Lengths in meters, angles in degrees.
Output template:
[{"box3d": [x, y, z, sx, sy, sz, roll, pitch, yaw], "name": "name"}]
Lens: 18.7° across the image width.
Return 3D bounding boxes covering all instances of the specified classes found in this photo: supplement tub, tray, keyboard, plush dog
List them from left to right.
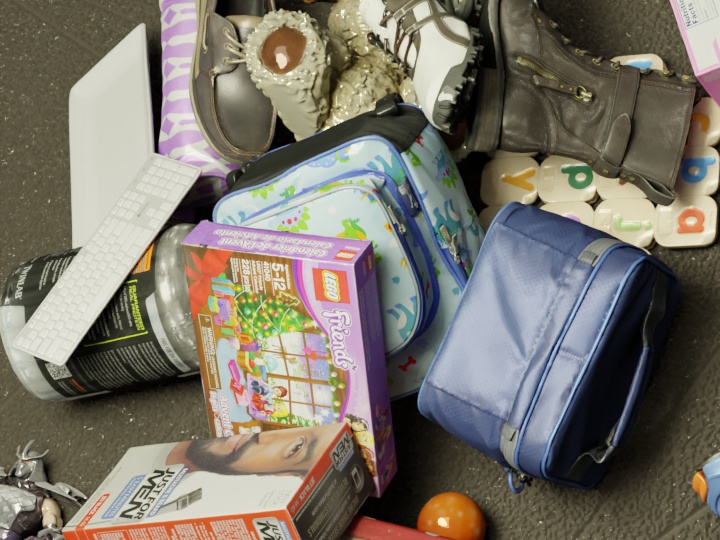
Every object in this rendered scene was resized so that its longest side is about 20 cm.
[{"box3d": [-0.198, -0.011, 1.728, 0.056, 0.011, 0.200, 15, 62, 39], "name": "keyboard"}, {"box3d": [-0.207, -0.111, 1.866, 0.107, 0.022, 0.200, -39, 41, 31], "name": "tray"}, {"box3d": [-0.181, 0.032, 1.777, 0.200, 0.122, 0.123, -12, 67, 22], "name": "supplement tub"}, {"box3d": [0.016, -0.164, 1.765, 0.200, 0.161, 0.172, 24, 66, 3], "name": "plush dog"}]

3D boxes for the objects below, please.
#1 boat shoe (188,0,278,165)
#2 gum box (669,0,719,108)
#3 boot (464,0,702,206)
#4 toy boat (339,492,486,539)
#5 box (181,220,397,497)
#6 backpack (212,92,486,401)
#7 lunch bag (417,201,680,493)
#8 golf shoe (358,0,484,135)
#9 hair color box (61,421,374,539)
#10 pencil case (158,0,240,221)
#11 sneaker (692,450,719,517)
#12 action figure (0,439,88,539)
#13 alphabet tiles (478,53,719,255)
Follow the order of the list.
[{"box3d": [-0.101, -0.184, 1.781, 0.074, 0.073, 0.200, -3, 71, -16], "name": "boat shoe"}, {"box3d": [0.273, -0.209, 1.648, 0.066, 0.113, 0.200, -22, 63, 18], "name": "gum box"}, {"box3d": [0.173, -0.151, 1.666, 0.174, 0.069, 0.200, 10, 68, -3], "name": "boot"}, {"box3d": [0.048, 0.217, 1.613, 0.200, 0.131, 0.131, 11, 46, 28], "name": "toy boat"}, {"box3d": [-0.050, 0.065, 1.591, 0.137, 0.200, 0.039, 6, 32, 22], "name": "box"}, {"box3d": [0.000, 0.000, 1.647, 0.183, 0.200, 0.147, -22, 18, 28], "name": "backpack"}, {"box3d": [0.144, 0.066, 1.590, 0.132, 0.136, 0.200, 23, 90, 29], "name": "lunch bag"}, {"box3d": [0.042, -0.170, 1.645, 0.094, 0.078, 0.200, 11, 33, -7], "name": "golf shoe"}, {"box3d": [-0.103, 0.173, 1.590, 0.200, 0.064, 0.111, -8, 26, 30], "name": "hair color box"}, {"box3d": [-0.135, -0.150, 1.847, 0.085, 0.084, 0.200, -26, 57, 47], "name": "pencil case"}, {"box3d": [0.333, 0.128, 1.526, 0.200, 0.075, 0.079, -35, 68, 20], "name": "sneaker"}, {"box3d": [-0.299, 0.233, 1.793, 0.130, 0.069, 0.200, 9, 72, 34], "name": "action figure"}, {"box3d": [0.185, -0.071, 1.698, 0.195, 0.015, 0.200, -3, 70, 26], "name": "alphabet tiles"}]
